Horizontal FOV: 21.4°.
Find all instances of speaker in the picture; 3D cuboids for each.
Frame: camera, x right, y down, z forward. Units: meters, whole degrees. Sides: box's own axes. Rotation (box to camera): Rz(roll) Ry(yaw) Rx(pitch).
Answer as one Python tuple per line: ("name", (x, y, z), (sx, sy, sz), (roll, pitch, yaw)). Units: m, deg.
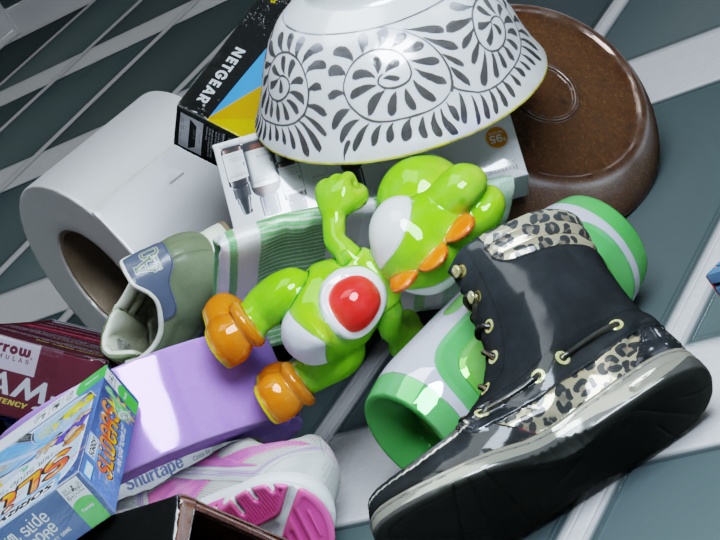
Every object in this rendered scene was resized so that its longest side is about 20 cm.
("speaker", (0.092, 0.041, 1.174), (0.200, 0.089, 0.088), (-44, 21, -29))

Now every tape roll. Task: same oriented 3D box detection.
("tape roll", (-0.140, 0.112, 1.264), (0.199, 0.066, 0.200), (-24, -13, -6))
("tape roll", (-0.168, -0.029, 1.597), (0.139, 0.204, 0.202), (-41, 20, -27))

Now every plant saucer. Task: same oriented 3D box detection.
("plant saucer", (0.127, -0.119, 1.362), (0.200, 0.200, 0.035), (-47, -10, -36))

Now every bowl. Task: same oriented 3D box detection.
("bowl", (0.017, -0.157, 1.244), (0.199, 0.095, 0.201), (-11, 29, 6))

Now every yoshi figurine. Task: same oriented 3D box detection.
("yoshi figurine", (0.003, -0.001, 1.187), (0.199, 0.112, 0.112), (-37, 59, 12))

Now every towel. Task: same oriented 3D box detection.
("towel", (-0.002, -0.001, 1.278), (0.198, 0.153, 0.024), (-9, 59, -11))

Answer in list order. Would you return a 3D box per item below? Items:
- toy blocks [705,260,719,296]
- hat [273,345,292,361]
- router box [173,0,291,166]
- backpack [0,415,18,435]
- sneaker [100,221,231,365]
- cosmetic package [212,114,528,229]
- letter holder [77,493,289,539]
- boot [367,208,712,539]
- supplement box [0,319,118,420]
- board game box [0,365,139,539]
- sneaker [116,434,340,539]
("toy blocks", (0.283, -0.033, 1.064), (0.200, 0.100, 0.137), (-43, 10, -25))
("hat", (-0.083, -0.040, 1.435), (0.199, 0.176, 0.166), (-33, -18, -41))
("router box", (-0.023, -0.139, 1.390), (0.201, 0.148, 0.051), (-58, -10, -34))
("backpack", (-0.319, 0.170, 1.455), (0.181, 0.136, 0.199), (-20, -9, 30))
("sneaker", (-0.145, 0.048, 1.351), (0.089, 0.201, 0.067), (-13, 52, -28))
("cosmetic package", (0.007, -0.068, 1.281), (0.198, 0.083, 0.051), (-16, -14, 0))
("letter holder", (-0.119, 0.215, 1.094), (0.199, 0.142, 0.101), (-21, 53, 42))
("boot", (0.076, 0.062, 1.073), (0.202, 0.074, 0.154), (-27, 49, -3))
("supplement box", (-0.220, 0.079, 1.443), (0.108, 0.061, 0.200), (14, 1, 8))
("board game box", (-0.221, 0.149, 1.114), (0.199, 0.035, 0.136), (-35, 19, 12))
("sneaker", (-0.089, 0.158, 1.209), (0.199, 0.082, 0.088), (-15, 21, 28))
